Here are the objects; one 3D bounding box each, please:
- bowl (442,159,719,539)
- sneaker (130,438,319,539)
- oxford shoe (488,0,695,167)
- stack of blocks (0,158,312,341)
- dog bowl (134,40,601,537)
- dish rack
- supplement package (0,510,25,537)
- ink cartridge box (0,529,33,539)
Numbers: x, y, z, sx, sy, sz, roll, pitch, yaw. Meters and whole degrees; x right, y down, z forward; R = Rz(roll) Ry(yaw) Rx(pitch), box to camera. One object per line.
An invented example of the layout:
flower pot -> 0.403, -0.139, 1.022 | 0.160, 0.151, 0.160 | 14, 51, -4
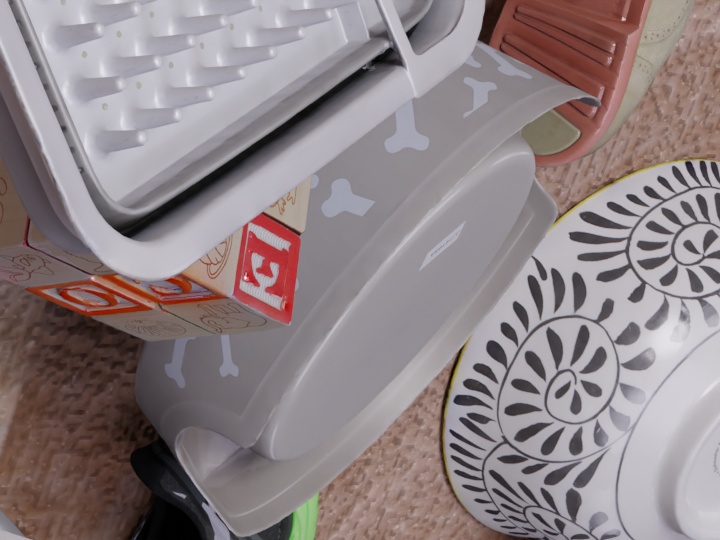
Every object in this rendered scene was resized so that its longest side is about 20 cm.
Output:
bowl -> 0.143, 0.060, 1.011 | 0.201, 0.094, 0.201 | -21, 131, -26
sneaker -> -0.065, 0.142, 0.918 | 0.084, 0.077, 0.200 | -13, 117, -26
oxford shoe -> 0.107, -0.135, 0.873 | 0.200, 0.071, 0.074 | -63, 161, 14
stack of blocks -> -0.064, -0.091, 0.671 | 0.115, 0.059, 0.200 | 27, 63, -48
dog bowl -> 0.000, 0.000, 0.802 | 0.200, 0.059, 0.200 | -47, 167, -15
dish rack -> -0.050, -0.105, 0.607 | 0.200, 0.044, 0.172 | -40, 116, -48
supplement package -> -0.178, 0.173, 0.776 | 0.200, 0.152, 0.151 | -41, 136, -10
ink cartridge box -> -0.109, 0.190, 0.672 | 0.145, 0.084, 0.200 | 27, 98, -45
